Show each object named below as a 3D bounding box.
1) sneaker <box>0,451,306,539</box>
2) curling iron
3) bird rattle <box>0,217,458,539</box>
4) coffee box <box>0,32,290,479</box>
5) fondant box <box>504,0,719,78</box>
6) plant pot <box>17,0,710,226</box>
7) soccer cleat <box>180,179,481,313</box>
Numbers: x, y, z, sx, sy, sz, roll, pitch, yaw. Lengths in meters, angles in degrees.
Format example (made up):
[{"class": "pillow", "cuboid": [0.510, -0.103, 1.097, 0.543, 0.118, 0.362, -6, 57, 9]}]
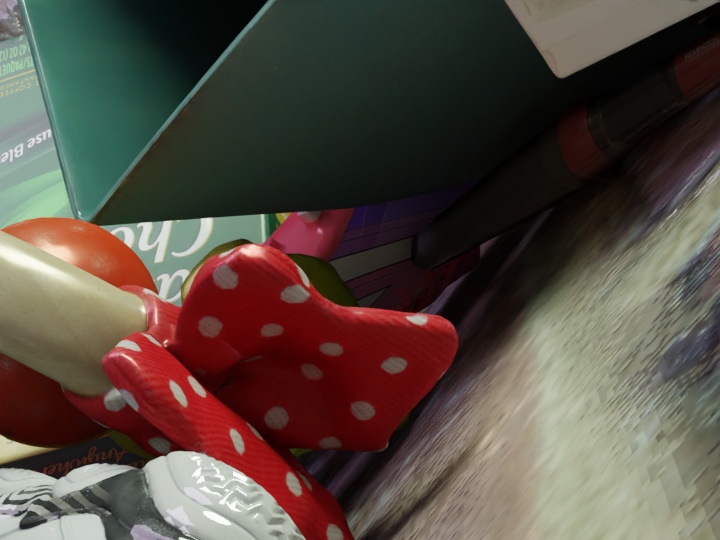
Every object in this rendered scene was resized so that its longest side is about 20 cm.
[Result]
[{"class": "sneaker", "cuboid": [-0.095, 0.103, 0.554, 0.115, 0.075, 0.200, -36, 8, -32]}, {"class": "curling iron", "cuboid": [0.073, -0.044, 0.708, 0.200, 0.026, 0.050, -42, 10, 48]}, {"class": "bird rattle", "cuboid": [-0.065, 0.033, 0.643, 0.200, 0.162, 0.113, 36, -102, -85]}, {"class": "coffee box", "cuboid": [-0.083, -0.013, 0.888, 0.122, 0.044, 0.201, -14, 54, 13]}, {"class": "fondant box", "cuboid": [0.127, -0.147, 0.655, 0.144, 0.058, 0.200, -25, 20, 38]}, {"class": "plant pot", "cuboid": [0.013, -0.107, 0.738, 0.199, 0.142, 0.141, 0, -29, -35]}, {"class": "soccer cleat", "cuboid": [0.000, 0.000, 0.804, 0.067, 0.076, 0.201, -19, 34, 54]}]
